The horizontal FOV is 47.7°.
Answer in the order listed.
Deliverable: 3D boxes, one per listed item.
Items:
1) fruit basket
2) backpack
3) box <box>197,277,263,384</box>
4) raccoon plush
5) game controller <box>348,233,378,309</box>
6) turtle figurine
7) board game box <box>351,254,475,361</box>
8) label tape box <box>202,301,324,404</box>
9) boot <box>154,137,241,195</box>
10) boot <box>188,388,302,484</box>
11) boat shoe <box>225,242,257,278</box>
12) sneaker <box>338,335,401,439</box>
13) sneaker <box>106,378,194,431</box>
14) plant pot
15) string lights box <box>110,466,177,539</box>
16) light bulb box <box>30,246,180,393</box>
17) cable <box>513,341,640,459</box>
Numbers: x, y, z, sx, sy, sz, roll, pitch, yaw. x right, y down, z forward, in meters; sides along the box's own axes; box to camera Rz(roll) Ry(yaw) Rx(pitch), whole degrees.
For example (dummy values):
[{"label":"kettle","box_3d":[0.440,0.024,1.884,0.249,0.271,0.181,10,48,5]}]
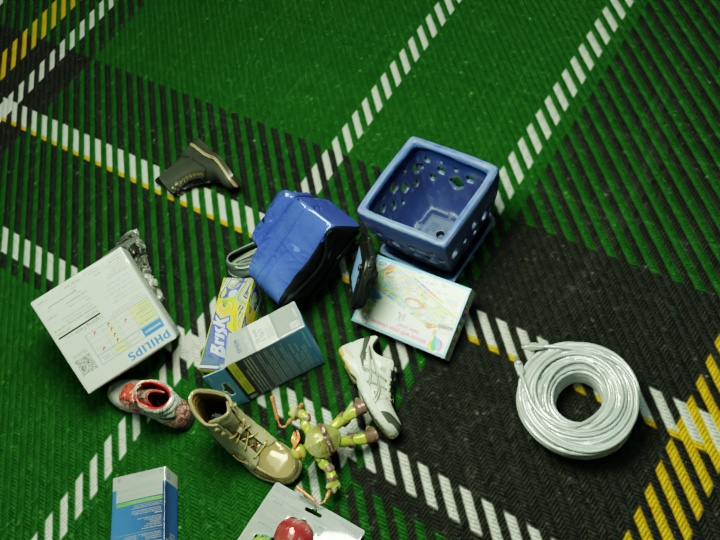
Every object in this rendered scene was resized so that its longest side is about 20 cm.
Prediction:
[{"label":"fruit basket","box_3d":[-0.118,0.465,1.312,0.184,0.094,0.200,20,50,25]},{"label":"backpack","box_3d":[-0.121,-0.042,1.560,0.167,0.162,0.201,39,107,22]},{"label":"box","box_3d":[-0.248,0.115,1.573,0.069,0.065,0.202,1,59,16]},{"label":"raccoon plush","box_3d":[-0.459,-0.004,1.718,0.096,0.135,0.201,-23,21,17]},{"label":"game controller","box_3d":[0.000,0.000,1.515,0.042,0.200,0.105,22,105,-8]},{"label":"turtle figurine","box_3d":[-0.059,0.276,1.382,0.160,0.065,0.201,-22,70,-20]},{"label":"board game box","box_3d":[0.096,0.067,1.503,0.198,0.034,0.136,21,85,26]},{"label":"label tape box","box_3d":[-0.179,0.157,1.478,0.198,0.144,0.067,-25,55,-2]},{"label":"boot","box_3d":[-0.360,-0.198,1.808,0.138,0.078,0.200,-43,44,-9]},{"label":"boot","box_3d":[-0.198,0.282,1.394,0.199,0.156,0.073,29,68,28]},{"label":"boat shoe","box_3d":[-0.179,-0.037,1.653,0.198,0.062,0.073,-21,55,1]},{"label":"sneaker","box_3d":[0.035,0.197,1.437,0.087,0.076,0.201,-25,57,-7]},{"label":"sneaker","box_3d":[-0.407,0.229,1.515,0.199,0.108,0.068,17,63,24]},{"label":"plant pot","box_3d":[0.138,-0.100,1.537,0.199,0.180,0.201,25,66,27]},{"label":"string lights box","box_3d":[-0.369,0.449,1.392,0.101,0.059,0.202,-13,55,7]},{"label":"light bulb box","box_3d":[-0.480,0.094,1.559,0.197,0.125,0.201,-32,93,-8]},{"label":"cable","box_3d":[0.357,0.214,1.343,0.197,0.069,0.202,-5,58,11]}]
